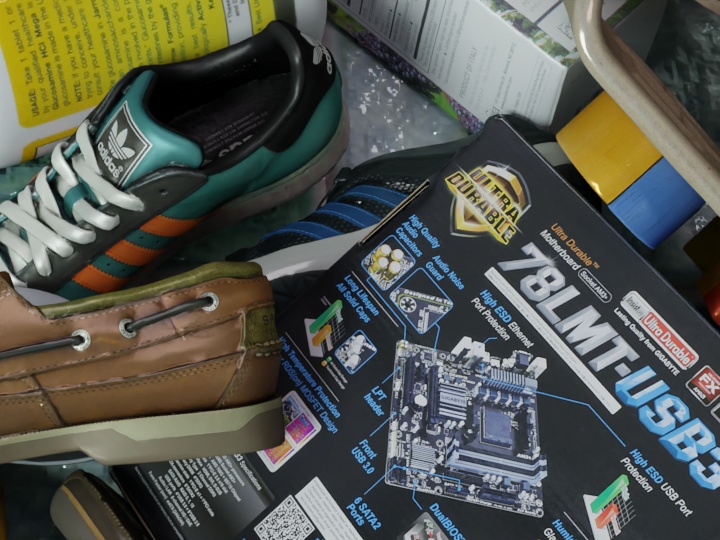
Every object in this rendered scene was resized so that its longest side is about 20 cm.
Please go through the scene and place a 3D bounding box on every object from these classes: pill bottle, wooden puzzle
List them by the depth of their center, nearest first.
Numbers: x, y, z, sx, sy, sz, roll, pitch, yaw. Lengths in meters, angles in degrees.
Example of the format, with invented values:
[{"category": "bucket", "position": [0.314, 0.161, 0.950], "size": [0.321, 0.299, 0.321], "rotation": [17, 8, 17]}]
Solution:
[{"category": "wooden puzzle", "position": [0.125, -0.021, 0.712], "size": [0.046, 0.185, 0.200], "rotation": [-37, 97, 12]}, {"category": "pill bottle", "position": [-0.123, -0.110, 0.804], "size": [0.199, 0.113, 0.113], "rotation": [-21, 63, -18]}]

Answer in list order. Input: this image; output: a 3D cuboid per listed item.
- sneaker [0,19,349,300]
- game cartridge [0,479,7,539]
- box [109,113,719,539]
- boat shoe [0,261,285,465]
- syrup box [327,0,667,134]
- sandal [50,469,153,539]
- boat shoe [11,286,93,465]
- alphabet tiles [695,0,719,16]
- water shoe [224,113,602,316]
[{"category": "sneaker", "position": [-0.096, -0.034, 0.765], "size": [0.199, 0.080, 0.072], "rotation": [-34, 66, -7]}, {"category": "game cartridge", "position": [-0.197, 0.099, 0.625], "size": [0.175, 0.033, 0.200], "rotation": [12, 13, -16]}, {"category": "box", "position": [0.037, 0.075, 0.677], "size": [0.198, 0.050, 0.200], "rotation": [-42, 52, 1]}, {"category": "boat shoe", "position": [-0.125, 0.033, 0.671], "size": [0.198, 0.072, 0.069], "rotation": [-4, 92, -12]}, {"category": "syrup box", "position": [0.031, -0.144, 0.861], "size": [0.200, 0.082, 0.079], "rotation": [40, 61, 17]}, {"category": "sandal", "position": [-0.065, 0.158, 0.675], "size": [0.054, 0.082, 0.201], "rotation": [-33, 66, -3]}, {"category": "boat shoe", "position": [-0.177, 0.038, 0.729], "size": [0.198, 0.069, 0.057], "rotation": [12, 23, 8]}, {"category": "alphabet tiles", "position": [0.131, -0.142, 0.833], "size": [0.195, 0.015, 0.200], "rotation": [21, 22, -33]}, {"category": "water shoe", "position": [0.000, 0.000, 0.791], "size": [0.199, 0.072, 0.079], "rotation": [-21, 30, -11]}]
